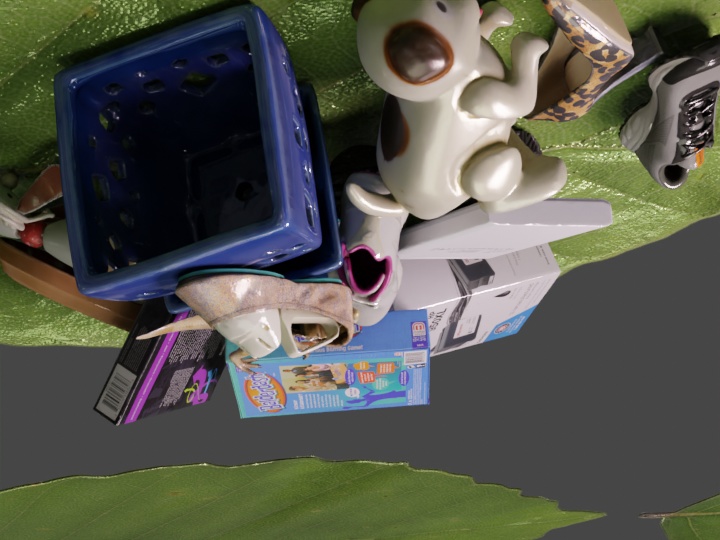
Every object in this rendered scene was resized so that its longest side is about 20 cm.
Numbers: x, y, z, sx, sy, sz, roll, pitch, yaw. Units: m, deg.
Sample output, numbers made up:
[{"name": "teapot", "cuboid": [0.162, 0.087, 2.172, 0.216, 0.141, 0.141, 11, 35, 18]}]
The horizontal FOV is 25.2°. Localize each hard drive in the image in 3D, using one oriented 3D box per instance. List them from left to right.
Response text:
[{"name": "hard drive", "cuboid": [0.122, -0.037, 1.496, 0.131, 0.027, 0.200, 0, 172, -27]}]

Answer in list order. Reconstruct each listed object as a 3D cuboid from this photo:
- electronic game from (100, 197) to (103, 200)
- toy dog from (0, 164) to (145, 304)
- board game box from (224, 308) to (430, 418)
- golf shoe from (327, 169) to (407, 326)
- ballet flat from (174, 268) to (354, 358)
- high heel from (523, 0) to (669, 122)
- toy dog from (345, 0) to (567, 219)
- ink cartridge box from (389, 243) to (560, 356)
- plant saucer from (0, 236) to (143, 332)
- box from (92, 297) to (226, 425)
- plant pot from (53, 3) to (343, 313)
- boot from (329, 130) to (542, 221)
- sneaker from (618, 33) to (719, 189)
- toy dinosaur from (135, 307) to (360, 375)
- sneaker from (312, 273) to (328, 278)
[{"name": "electronic game", "cuboid": [-0.178, -0.034, 1.612, 0.198, 0.042, 0.201, -5, 146, -3]}, {"name": "toy dog", "cuboid": [-0.254, -0.052, 1.476, 0.199, 0.097, 0.132, 28, 166, -7]}, {"name": "board game box", "cuboid": [-0.030, 0.094, 1.607, 0.198, 0.045, 0.152, -4, 154, -1]}, {"name": "golf shoe", "cuboid": [0.000, 0.000, 1.449, 0.074, 0.092, 0.201, 10, 144, 5]}, {"name": "ballet flat", "cuboid": [-0.070, 0.037, 1.328, 0.068, 0.068, 0.199, -22, 163, 38]}, {"name": "high heel", "cuboid": [0.162, -0.176, 1.354, 0.142, 0.072, 0.199, -28, 157, 27]}, {"name": "toy dog", "cuboid": [0.059, -0.151, 1.314, 0.192, 0.140, 0.201, -20, 134, 1]}, {"name": "ink cartridge box", "cuboid": [0.088, 0.023, 1.688, 0.198, 0.085, 0.145, -14, 156, -23]}, {"name": "plant saucer", "cuboid": [-0.268, 0.021, 1.583, 0.199, 0.033, 0.200, 25, 180, 0]}, {"name": "box", "cuboid": [-0.169, 0.069, 1.548, 0.036, 0.144, 0.200, 30, -169, 17]}, {"name": "plant pot", "cuboid": [-0.125, -0.078, 1.360, 0.198, 0.202, 0.180, -16, 161, 17]}, {"name": "boot", "cuboid": [0.077, -0.085, 1.518, 0.156, 0.080, 0.210, -8, 172, 30]}, {"name": "sneaker", "cuboid": [0.293, -0.142, 1.439, 0.073, 0.080, 0.201, -24, 160, -14]}, {"name": "toy dinosaur", "cuboid": [-0.099, 0.045, 1.459, 0.198, 0.059, 0.101, -8, 148, 0]}, {"name": "sneaker", "cuboid": [-0.063, 0.007, 1.538, 0.078, 0.067, 0.199, -19, 168, 37]}]
